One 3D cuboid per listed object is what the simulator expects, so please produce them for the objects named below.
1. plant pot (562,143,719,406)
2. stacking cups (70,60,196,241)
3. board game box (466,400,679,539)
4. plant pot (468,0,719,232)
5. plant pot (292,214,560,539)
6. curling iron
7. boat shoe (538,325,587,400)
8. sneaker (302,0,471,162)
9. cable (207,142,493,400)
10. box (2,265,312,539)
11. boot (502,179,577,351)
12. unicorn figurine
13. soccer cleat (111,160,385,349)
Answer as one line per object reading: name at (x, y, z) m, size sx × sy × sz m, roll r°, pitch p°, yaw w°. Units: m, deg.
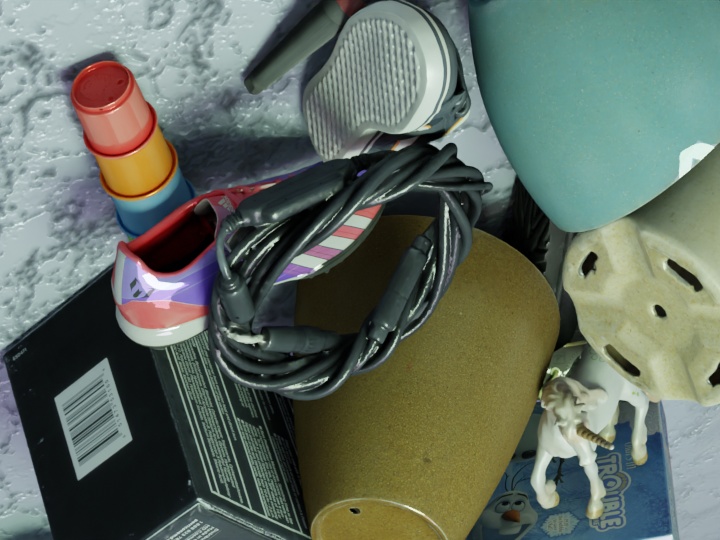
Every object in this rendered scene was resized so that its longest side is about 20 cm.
plant pot at (0.224, -0.024, 1.357) m, size 0.183 × 0.200 × 0.201 m, roll -43°, pitch 157°, yaw -33°
stacking cups at (-0.136, -0.051, 1.380) m, size 0.060 × 0.061 × 0.201 m, roll -22°, pitch 140°, yaw 1°
board game box at (0.131, 0.167, 1.640) m, size 0.197 × 0.201 × 0.044 m, roll -12°, pitch 119°, yaw 10°
plant pot at (0.142, -0.143, 1.314) m, size 0.200 × 0.201 × 0.135 m, roll -40°, pitch 107°, yaw 23°
plant pot at (0.028, 0.099, 1.478) m, size 0.184 × 0.201 × 0.187 m, roll 8°, pitch 139°, yaw 7°
curling iron at (-0.008, -0.167, 1.308) m, size 0.025 × 0.050 × 0.200 m, roll 10°, pitch 139°, yaw -35°
boat shoe at (0.148, 0.065, 1.664) m, size 0.200 × 0.061 × 0.072 m, roll -10°, pitch 144°, yaw -16°
sneaker at (0.029, -0.118, 1.322) m, size 0.079 × 0.079 × 0.200 m, roll -18°, pitch 177°, yaw -20°
cable at (0.000, 0.000, 1.358) m, size 0.199 × 0.051 × 0.164 m, roll -26°, pitch 133°, yaw -20°
box at (-0.116, 0.134, 1.498) m, size 0.123 × 0.201 × 0.198 m, roll -36°, pitch 141°, yaw 19°
boot at (0.185, -0.021, 1.558) m, size 0.156 × 0.080 × 0.212 m, roll -10°, pitch 142°, yaw -16°
unicorn figurine at (0.158, 0.103, 1.543) m, size 0.073 × 0.201 × 0.138 m, roll 4°, pitch 129°, yaw 15°
soccer cleat at (-0.065, -0.027, 1.370) m, size 0.199 × 0.068 × 0.074 m, roll -30°, pitch 142°, yaw -21°
